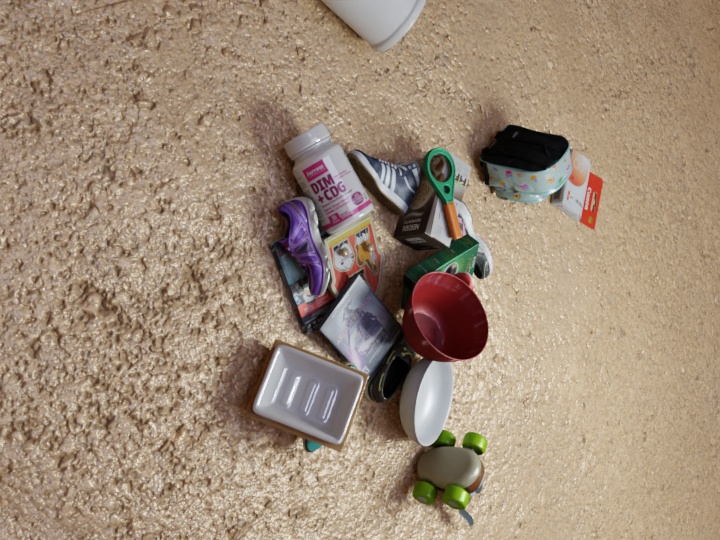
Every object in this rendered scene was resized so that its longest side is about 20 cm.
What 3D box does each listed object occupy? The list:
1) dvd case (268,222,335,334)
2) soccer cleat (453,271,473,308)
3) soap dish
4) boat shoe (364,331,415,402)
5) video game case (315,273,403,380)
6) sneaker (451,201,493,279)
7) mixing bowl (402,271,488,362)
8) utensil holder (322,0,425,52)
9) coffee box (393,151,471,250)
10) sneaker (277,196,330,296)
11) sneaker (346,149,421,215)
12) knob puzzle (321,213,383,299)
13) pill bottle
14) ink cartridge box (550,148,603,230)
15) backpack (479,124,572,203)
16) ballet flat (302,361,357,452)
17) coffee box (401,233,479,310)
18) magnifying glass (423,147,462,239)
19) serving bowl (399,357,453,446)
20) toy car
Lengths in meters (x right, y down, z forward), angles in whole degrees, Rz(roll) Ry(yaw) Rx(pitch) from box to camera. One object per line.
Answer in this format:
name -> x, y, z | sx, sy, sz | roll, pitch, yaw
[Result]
dvd case -> -0.095, 0.011, 1.580 | 0.145, 0.022, 0.202 | -29, 106, -35
soccer cleat -> 0.222, 0.074, 1.746 | 0.085, 0.068, 0.202 | -37, 148, -43
soap dish -> -0.102, 0.242, 1.478 | 0.198, 0.081, 0.159 | 21, 72, 1
boat shoe -> 0.084, 0.205, 1.680 | 0.072, 0.060, 0.202 | 48, 61, -26
video game case -> 0.002, 0.122, 1.611 | 0.143, 0.019, 0.200 | -54, 131, -17
sneaker -> 0.237, -0.062, 1.816 | 0.086, 0.080, 0.201 | -34, 101, -20
mixing bowl -> 0.163, 0.116, 1.628 | 0.198, 0.108, 0.202 | 17, 55, -26
utensil holder -> 0.012, -0.593, 1.610 | 0.199, 0.169, 0.171 | 33, 68, -28
coffee box -> 0.163, -0.154, 1.729 | 0.079, 0.114, 0.202 | 27, 71, -32
sneaker -> -0.117, -0.042, 1.522 | 0.083, 0.081, 0.202 | -16, 89, -20
sneaker -> 0.057, -0.222, 1.671 | 0.200, 0.070, 0.109 | 44, 73, -35
knob puzzle -> 0.000, 0.000, 1.617 | 0.219, 0.030, 0.223 | 1, 89, -54
pill bottle -> -0.067, -0.186, 1.548 | 0.113, 0.113, 0.201 | -34, 99, -33
ink cartridge box -> 0.618, -0.221, 2.122 | 0.199, 0.050, 0.164 | 23, 74, -31
backpack -> 0.417, -0.256, 1.876 | 0.176, 0.199, 0.154 | -46, 130, -31
ballet flat -> -0.072, 0.273, 1.557 | 0.069, 0.069, 0.201 | 42, 69, -28
coffee box -> 0.179, 0.011, 1.724 | 0.199, 0.044, 0.124 | -31, 145, -26
magnifying glass -> 0.186, -0.168, 1.667 | 0.079, 0.022, 0.202 | -18, 95, -33
serving bowl -> 0.138, 0.281, 1.694 | 0.200, 0.065, 0.203 | -25, 119, -55
toy car -> 0.231, 0.487, 1.733 | 0.201, 0.156, 0.165 | 55, 47, -34
